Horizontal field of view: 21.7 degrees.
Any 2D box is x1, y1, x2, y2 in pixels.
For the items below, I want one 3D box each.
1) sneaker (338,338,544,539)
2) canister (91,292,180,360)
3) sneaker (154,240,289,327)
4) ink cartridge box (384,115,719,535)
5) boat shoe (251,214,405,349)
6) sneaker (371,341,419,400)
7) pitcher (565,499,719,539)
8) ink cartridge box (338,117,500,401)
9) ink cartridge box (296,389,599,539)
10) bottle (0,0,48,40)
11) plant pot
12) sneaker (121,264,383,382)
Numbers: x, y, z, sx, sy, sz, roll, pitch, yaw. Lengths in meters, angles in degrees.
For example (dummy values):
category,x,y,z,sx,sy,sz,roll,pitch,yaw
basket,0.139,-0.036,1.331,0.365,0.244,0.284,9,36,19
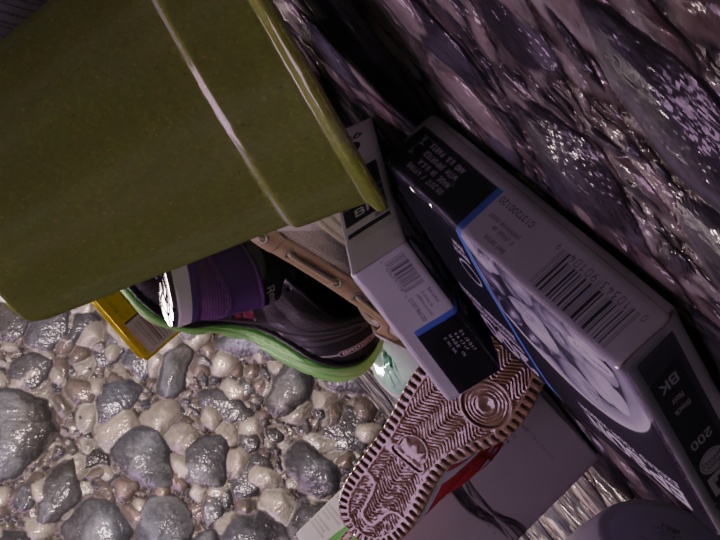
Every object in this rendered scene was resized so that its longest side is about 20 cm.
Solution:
category,x,y,z,sx,sy,sz,roll,pitch,yaw
sneaker,0.069,0.086,1.204,0.071,0.200,0.112,44,-146,7
canister,-0.120,-0.053,1.314,0.149,0.200,0.087,50,174,-8
sneaker,-0.098,-0.064,1.189,0.076,0.087,0.200,120,139,-70
ink cartridge box,0.112,0.040,0.913,0.198,0.043,0.200,44,173,47
boat shoe,0.000,0.001,1.174,0.201,0.063,0.073,42,-163,-47
sneaker,0.034,0.038,1.343,0.118,0.074,0.200,45,167,-17
pitcher,0.133,0.233,1.146,0.171,0.200,0.121,19,-149,8
ink cartridge box,0.024,-0.019,1.063,0.099,0.039,0.200,51,-169,-28
ink cartridge box,0.060,0.163,1.356,0.084,0.200,0.146,47,176,-11
bottle,-0.183,-0.176,0.981,0.065,0.200,0.083,45,-161,28
plant pot,-0.116,-0.071,0.952,0.200,0.190,0.200,59,-178,-3
sneaker,-0.074,0.005,1.236,0.200,0.084,0.077,18,-150,-15
